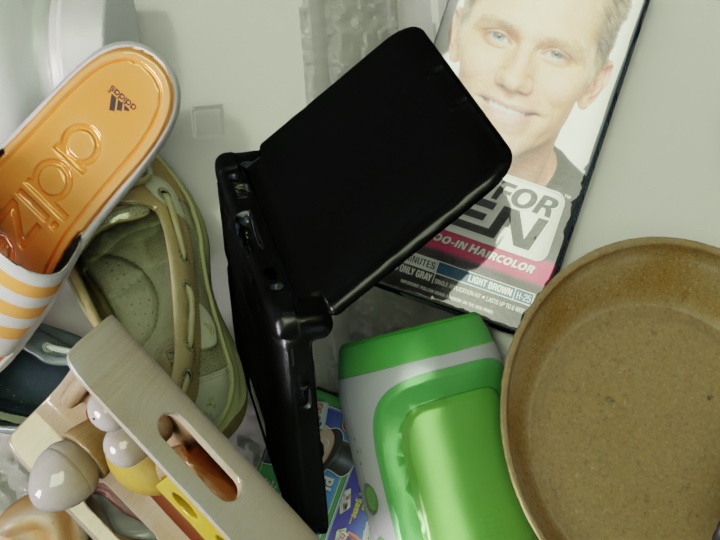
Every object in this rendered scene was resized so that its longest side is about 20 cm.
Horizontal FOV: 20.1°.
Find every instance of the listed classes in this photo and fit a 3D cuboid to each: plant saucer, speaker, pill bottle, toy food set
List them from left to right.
[{"bbox_3d":[-0.221,-0.114,1.064,0.198,0.112,0.113,-2,86,6],"label":"pill bottle"},{"bbox_3d":[-0.100,0.108,0.950,0.144,0.200,0.060,47,69,-1],"label":"toy food set"},{"bbox_3d":[0.047,0.126,1.000,0.088,0.088,0.202,-14,88,5],"label":"speaker"},{"bbox_3d":[0.154,0.084,1.000,0.199,0.035,0.202,6,70,-18],"label":"plant saucer"}]

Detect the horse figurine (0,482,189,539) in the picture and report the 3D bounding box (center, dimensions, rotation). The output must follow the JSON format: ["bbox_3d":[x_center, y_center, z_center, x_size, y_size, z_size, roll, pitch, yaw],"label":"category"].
[{"bbox_3d":[-0.169,0.173,1.070,0.132,0.050,0.200,43,92,2],"label":"horse figurine"}]

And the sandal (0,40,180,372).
[{"bbox_3d":[-0.170,-0.029,1.001,0.079,0.059,0.207,39,104,3],"label":"sandal"}]

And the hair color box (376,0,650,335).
[{"bbox_3d":[0.076,-0.074,1.054,0.099,0.061,0.201,18,88,7],"label":"hair color box"}]

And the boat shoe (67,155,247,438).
[{"bbox_3d":[-0.117,-0.001,1.041,0.073,0.063,0.202,-27,60,11],"label":"boat shoe"}]

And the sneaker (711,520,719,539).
[{"bbox_3d":[0.222,0.144,0.942,0.114,0.075,0.201,0,54,-12],"label":"sneaker"}]

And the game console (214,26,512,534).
[{"bbox_3d":[0.000,0.000,0.977,0.115,0.200,0.177,-9,115,-8],"label":"game console"}]

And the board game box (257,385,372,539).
[{"bbox_3d":[-0.008,0.173,1.062,0.134,0.029,0.201,20,88,6],"label":"board game box"}]

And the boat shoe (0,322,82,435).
[{"bbox_3d":[-0.209,0.046,1.076,0.199,0.062,0.073,17,89,8],"label":"boat shoe"}]
